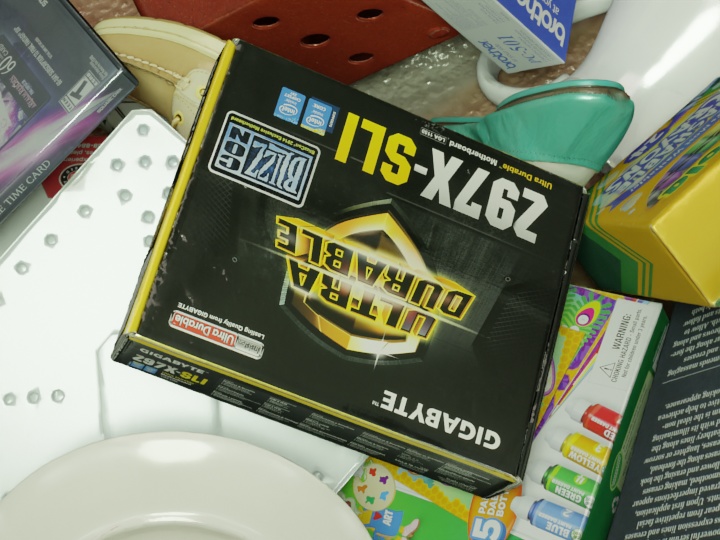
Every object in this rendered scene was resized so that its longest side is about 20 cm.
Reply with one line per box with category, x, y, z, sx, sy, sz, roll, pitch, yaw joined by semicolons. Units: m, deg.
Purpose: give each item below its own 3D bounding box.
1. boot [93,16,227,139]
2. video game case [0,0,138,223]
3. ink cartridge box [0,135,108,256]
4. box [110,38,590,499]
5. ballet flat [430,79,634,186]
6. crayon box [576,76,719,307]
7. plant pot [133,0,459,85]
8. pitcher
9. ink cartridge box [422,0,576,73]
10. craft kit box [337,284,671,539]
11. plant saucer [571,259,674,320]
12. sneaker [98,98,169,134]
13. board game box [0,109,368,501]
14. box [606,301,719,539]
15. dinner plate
boot;-0.088;-0.040;0.852;0.199;0.073;0.156;25;76;8
video game case;-0.222;-0.067;0.866;0.200;0.019;0.143;-44;45;1
ink cartridge box;-0.198;0.027;0.889;0.143;0.084;0.201;1;59;7
box;0.000;0.000;0.756;0.199;0.049;0.160;22;65;-12
ballet flat;0.087;-0.056;0.863;0.067;0.200;0.071;8;85;-22
crayon box;0.178;-0.044;0.762;0.126;0.200;0.052;-41;98;-5
plant pot;-0.037;-0.214;0.930;0.199;0.199;0.177;-19;70;37
pitcher;0.179;-0.146;0.938;0.200;0.121;0.171;-44;51;-6
ink cartridge box;0.050;-0.197;0.860;0.044;0.200;0.094;-5;64;40
craft kit box;0.038;0.091;0.812;0.197;0.049;0.201;11;67;30
plant saucer;0.110;0.065;0.863;0.199;0.030;0.201;-3;59;4
sneaker;-0.131;-0.093;0.963;0.199;0.072;0.073;24;73;23
board game box;-0.100;0.058;0.780;0.200;0.026;0.200;42;85;-3
box;0.221;0.091;0.751;0.148;0.107;0.201;31;62;-19
dinner plate;-0.086;0.164;0.735;0.199;0.201;0.024;-9;29;2
